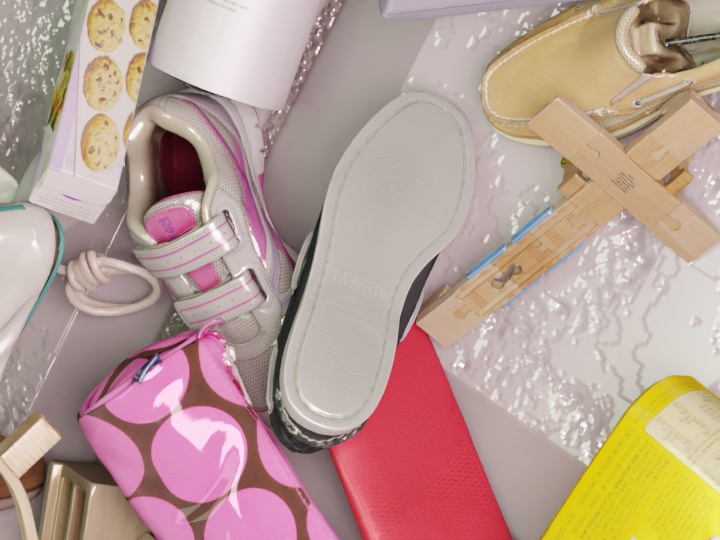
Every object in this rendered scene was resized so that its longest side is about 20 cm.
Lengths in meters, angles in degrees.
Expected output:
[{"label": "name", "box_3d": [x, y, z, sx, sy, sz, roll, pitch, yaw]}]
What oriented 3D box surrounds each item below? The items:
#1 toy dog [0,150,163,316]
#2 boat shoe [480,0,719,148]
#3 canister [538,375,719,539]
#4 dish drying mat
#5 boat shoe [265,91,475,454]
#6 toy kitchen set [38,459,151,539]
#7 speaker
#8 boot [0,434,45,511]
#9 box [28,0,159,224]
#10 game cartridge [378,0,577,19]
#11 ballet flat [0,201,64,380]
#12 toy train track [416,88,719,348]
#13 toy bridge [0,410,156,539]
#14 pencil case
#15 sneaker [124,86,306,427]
[{"label": "toy dog", "box_3d": [-0.211, -0.026, 1.503, 0.199, 0.132, 0.097, -18, 48, 19]}, {"label": "boat shoe", "box_3d": [0.140, -0.112, 1.326, 0.199, 0.076, 0.072, -19, 80, 27]}, {"label": "canister", "box_3d": [0.189, 0.163, 1.288, 0.200, 0.086, 0.149, 40, 106, 25]}, {"label": "dish drying mat", "box_3d": [0.030, 0.115, 1.389, 0.201, 0.076, 0.018, 68, 155, 13]}, {"label": "boat shoe", "box_3d": [0.000, 0.000, 1.379, 0.075, 0.060, 0.201, 29, 64, -5]}, {"label": "toy kitchen set", "box_3d": [-0.239, 0.186, 1.481, 0.163, 0.198, 0.182, -164, 82, -69]}, {"label": "speaker", "box_3d": [-0.046, -0.189, 1.426, 0.081, 0.081, 0.201, 24, 100, 26]}, {"label": "boot", "box_3d": [-0.288, 0.156, 1.544, 0.198, 0.070, 0.147, 7, 126, -10]}, {"label": "box", "box_3d": [-0.135, -0.120, 1.434, 0.039, 0.041, 0.201, 132, 153, -53]}, {"label": "game cartridge", "box_3d": [0.055, -0.228, 1.354, 0.041, 0.132, 0.202, 131, 129, -66]}, {"label": "ballet flat", "box_3d": [-0.220, 0.050, 1.426, 0.069, 0.069, 0.201, 33, 113, 25]}, {"label": "toy train track", "box_3d": [0.104, -0.029, 1.360, 0.115, 0.033, 0.200, 39, 122, -18]}, {"label": "toy bridge", "box_3d": [-0.129, 0.169, 1.418, 0.067, 0.027, 0.200, -42, 108, -10]}, {"label": "pencil case", "box_3d": [-0.061, 0.127, 1.397, 0.093, 0.091, 0.201, -33, 96, 1]}, {"label": "sneaker", "box_3d": [-0.080, -0.008, 1.434, 0.081, 0.088, 0.201, -30, 75, 24]}]
